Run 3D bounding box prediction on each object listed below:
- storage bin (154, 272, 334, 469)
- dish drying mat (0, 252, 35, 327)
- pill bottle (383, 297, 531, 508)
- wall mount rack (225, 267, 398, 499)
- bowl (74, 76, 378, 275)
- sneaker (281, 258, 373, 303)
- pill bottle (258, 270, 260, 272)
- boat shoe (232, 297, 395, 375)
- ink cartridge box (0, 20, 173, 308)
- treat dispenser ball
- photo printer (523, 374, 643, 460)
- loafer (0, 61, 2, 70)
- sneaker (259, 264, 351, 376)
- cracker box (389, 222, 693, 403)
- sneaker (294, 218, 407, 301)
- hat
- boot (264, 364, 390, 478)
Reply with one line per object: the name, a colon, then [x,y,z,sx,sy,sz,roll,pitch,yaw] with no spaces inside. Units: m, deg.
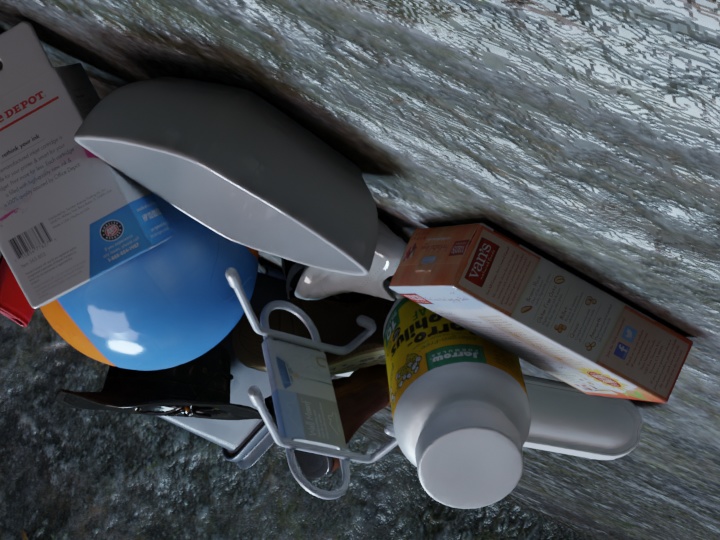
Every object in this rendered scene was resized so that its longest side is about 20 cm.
storage bin: [-0.127,0.078,1.754,0.134,0.200,0.146,25,-145,-28]
dish drying mat: [-0.284,-0.053,1.568,0.018,0.200,0.077,11,166,22]
pill bottle: [0.080,0.101,1.441,0.113,0.113,0.200,29,-154,-20]
wall mount rack: [-0.051,0.085,1.467,0.174,0.200,0.075,17,135,-37]
bowl: [-0.090,-0.078,1.299,0.200,0.075,0.200,33,169,-38]
sneaker: [0.000,0.030,1.690,0.200,0.074,0.079,38,-165,-37]
pill bottle: [-0.179,-0.008,1.808,0.114,0.114,0.200,22,170,23]
boat shoe: [-0.016,0.064,1.601,0.200,0.073,0.063,-5,155,3]
ink cartridge box: [-0.249,-0.086,1.386,0.200,0.115,0.068,62,-167,-4]
treat dispenser ball: [-0.188,-0.014,1.524,0.201,0.201,0.201,25,171,4]
photo printer: [0.167,0.138,1.710,0.200,0.069,0.166,11,176,-14]
loafer: [-0.319,-0.175,1.424,0.200,0.063,0.072,33,-157,-51]
sneaker: [-0.082,0.048,1.959,0.200,0.081,0.146,25,177,43]
cracker box: [0.137,0.033,1.354,0.200,0.058,0.134,28,171,-18]
sneaker: [0.000,0.000,1.496,0.088,0.075,0.200,25,169,-5]
hat: [-0.178,0.094,1.623,0.201,0.081,0.201,5,174,1]
boot: [0.025,0.118,1.603,0.188,0.200,0.069,-173,63,-79]
